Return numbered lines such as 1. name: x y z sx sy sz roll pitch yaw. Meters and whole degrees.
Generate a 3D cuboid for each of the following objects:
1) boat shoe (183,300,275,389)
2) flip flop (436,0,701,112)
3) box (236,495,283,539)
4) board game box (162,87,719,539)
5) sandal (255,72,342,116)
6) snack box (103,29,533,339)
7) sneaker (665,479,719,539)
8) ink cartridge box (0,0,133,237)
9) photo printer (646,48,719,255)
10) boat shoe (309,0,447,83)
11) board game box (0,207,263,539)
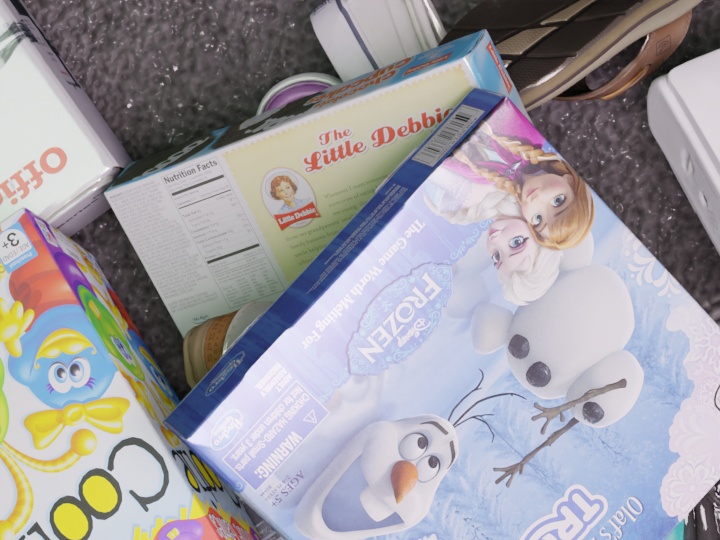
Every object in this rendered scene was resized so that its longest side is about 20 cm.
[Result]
1. boat shoe: -0.012 0.079 1.237 0.068 0.200 0.075 1 53 33
2. flip flop: 0.118 -0.115 1.249 0.200 0.081 0.058 -34 127 -23
3. box: -0.096 0.176 1.293 0.200 0.051 0.158 -34 84 4
4. board game box: 0.054 0.061 1.153 0.200 0.043 0.199 -47 111 -6
5. sandal: -0.007 0.003 1.287 0.082 0.050 0.203 -23 87 8
6. snack box: -0.007 -0.023 1.223 0.200 0.037 0.116 -18 109 27
7. sneaker: 0.171 0.077 1.250 0.120 0.084 0.200 15 91 -2
8. ink cartridge box: -0.222 -0.083 1.300 0.146 0.083 0.200 -35 84 5
9. photo printer: 0.254 -0.051 1.212 0.200 0.069 0.167 -20 65 -10
10. boat shoe: 0.053 -0.059 1.275 0.066 0.072 0.200 -34 76 10
11. board game box: -0.133 0.089 1.225 0.105 0.103 0.200 -34 72 3
